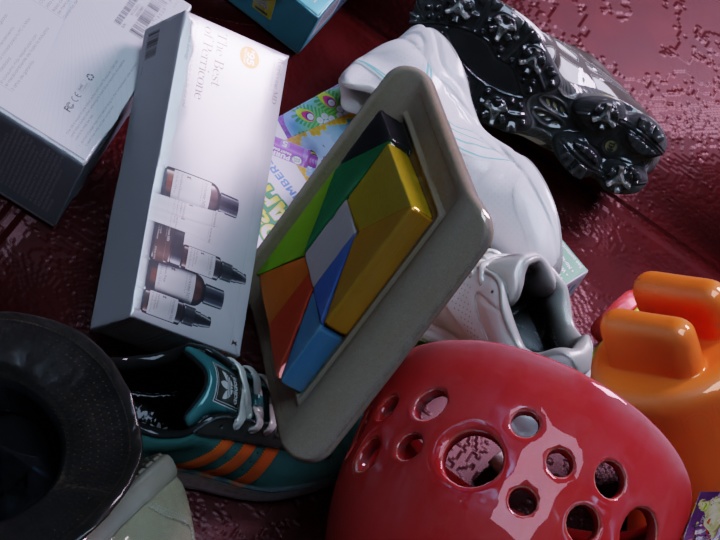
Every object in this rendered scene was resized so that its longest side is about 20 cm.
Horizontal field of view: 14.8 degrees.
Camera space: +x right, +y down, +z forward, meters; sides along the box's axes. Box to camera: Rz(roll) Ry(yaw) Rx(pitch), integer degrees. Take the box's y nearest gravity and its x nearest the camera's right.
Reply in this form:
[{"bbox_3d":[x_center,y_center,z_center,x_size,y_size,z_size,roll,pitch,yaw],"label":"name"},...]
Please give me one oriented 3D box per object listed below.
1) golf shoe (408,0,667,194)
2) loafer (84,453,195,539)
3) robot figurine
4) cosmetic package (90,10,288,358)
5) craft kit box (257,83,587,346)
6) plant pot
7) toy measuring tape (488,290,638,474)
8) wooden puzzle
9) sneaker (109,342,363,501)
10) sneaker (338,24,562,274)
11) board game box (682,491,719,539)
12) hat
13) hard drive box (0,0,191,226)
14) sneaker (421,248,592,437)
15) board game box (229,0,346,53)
[{"bbox_3d":[0.115,-0.127,1.876,0.200,0.078,0.095,38,16,-10],"label":"golf shoe"},{"bbox_3d":[-0.158,0.183,1.555,0.068,0.076,0.200,51,58,-8],"label":"loafer"},{"bbox_3d":[0.209,0.098,1.716,0.116,0.201,0.144,-17,31,10],"label":"robot figurine"},{"bbox_3d":[-0.101,-0.049,1.685,0.082,0.051,0.201,22,66,-33],"label":"cosmetic package"},{"bbox_3d":[0.014,-0.023,1.785,0.197,0.049,0.200,-32,76,-33],"label":"craft kit box"},{"bbox_3d":[0.069,0.169,1.595,0.200,0.200,0.183,29,61,-4],"label":"plant pot"},{"bbox_3d":[0.160,0.066,1.774,0.074,0.074,0.200,47,53,9],"label":"toy measuring tape"},{"bbox_3d":[-0.006,-0.010,1.611,0.037,0.185,0.200,28,20,-26],"label":"wooden puzzle"},{"bbox_3d":[-0.079,0.087,1.647,0.199,0.080,0.072,3,58,-22],"label":"sneaker"},{"bbox_3d":[0.056,-0.063,1.767,0.080,0.071,0.201,-24,65,-25],"label":"sneaker"},{"bbox_3d":[0.229,0.239,1.642,0.200,0.032,0.120,60,38,-36],"label":"board game box"},{"bbox_3d":[-0.222,0.118,1.564,0.200,0.081,0.201,1,50,-1],"label":"hat"},{"bbox_3d":[-0.231,-0.149,1.734,0.200,0.077,0.156,32,52,-2],"label":"hard drive box"},{"bbox_3d":[0.080,0.013,1.689,0.078,0.100,0.200,-20,54,-38],"label":"sneaker"},{"bbox_3d":[-0.075,-0.262,1.893,0.200,0.047,0.151,38,52,3],"label":"board game box"}]
